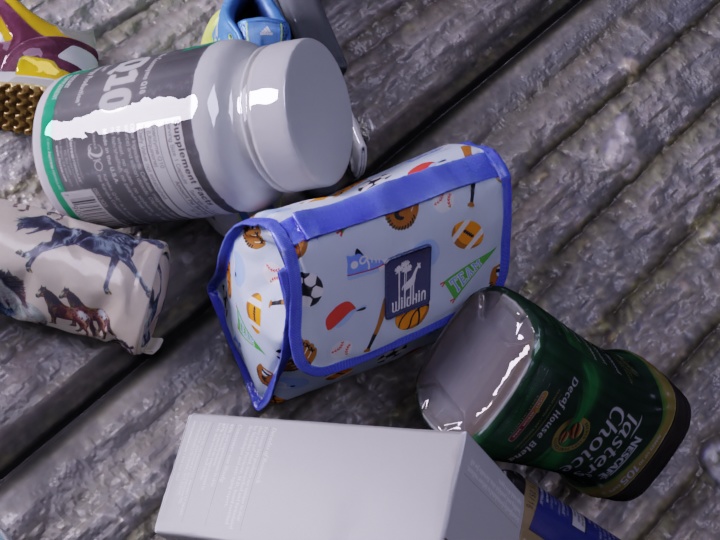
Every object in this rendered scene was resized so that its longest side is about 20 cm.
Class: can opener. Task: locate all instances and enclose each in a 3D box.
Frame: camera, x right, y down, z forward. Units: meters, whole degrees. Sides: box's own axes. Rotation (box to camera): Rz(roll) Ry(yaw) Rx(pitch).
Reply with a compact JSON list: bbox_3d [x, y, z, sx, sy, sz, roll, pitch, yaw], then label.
[{"bbox_3d":[-0.041,-0.158,0.916,0.066,0.053,0.202,-11,69,-18],"label":"can opener"}]

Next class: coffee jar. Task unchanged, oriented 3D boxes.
[{"bbox_3d":[0.137,0.090,0.781,0.199,0.105,0.085,24,15,-40],"label":"coffee jar"}]

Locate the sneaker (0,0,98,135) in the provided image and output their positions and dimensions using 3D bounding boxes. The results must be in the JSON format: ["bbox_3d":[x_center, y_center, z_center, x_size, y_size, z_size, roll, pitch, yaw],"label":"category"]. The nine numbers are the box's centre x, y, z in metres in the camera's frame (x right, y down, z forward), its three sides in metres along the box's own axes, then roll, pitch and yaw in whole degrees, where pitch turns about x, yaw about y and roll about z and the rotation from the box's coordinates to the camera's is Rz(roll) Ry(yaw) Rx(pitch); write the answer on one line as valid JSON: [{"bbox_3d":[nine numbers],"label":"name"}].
[{"bbox_3d":[-0.293,-0.163,0.847,0.198,0.075,0.091,15,55,-15],"label":"sneaker"}]

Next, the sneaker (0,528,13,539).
[{"bbox_3d":[-0.297,0.199,0.671,0.198,0.082,0.074,-22,74,-22],"label":"sneaker"}]

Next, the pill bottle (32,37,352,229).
[{"bbox_3d":[-0.112,-0.092,0.781,0.198,0.113,0.114,-6,61,26],"label":"pill bottle"}]

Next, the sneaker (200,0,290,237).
[{"bbox_3d":[-0.089,-0.127,0.860,0.075,0.105,0.202,-1,66,-15],"label":"sneaker"}]

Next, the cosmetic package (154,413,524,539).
[{"bbox_3d":[-0.012,0.148,0.702,0.198,0.107,0.091,-2,59,27],"label":"cosmetic package"}]

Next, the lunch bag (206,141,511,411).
[{"bbox_3d":[0.000,0.000,0.773,0.168,0.200,0.125,-20,72,-23],"label":"lunch bag"}]

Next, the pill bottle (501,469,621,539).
[{"bbox_3d":[0.149,0.228,0.759,0.199,0.112,0.112,32,62,1],"label":"pill bottle"}]

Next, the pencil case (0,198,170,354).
[{"bbox_3d":[-0.225,0.001,0.782,0.198,0.090,0.078,14,37,-9],"label":"pencil case"}]
